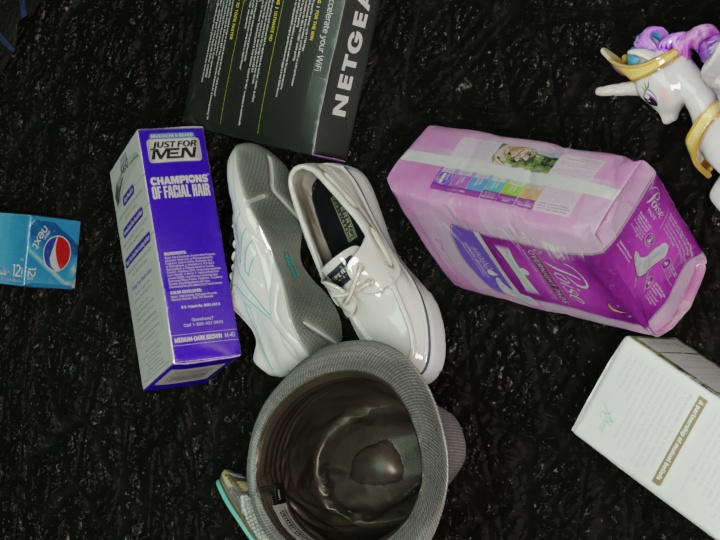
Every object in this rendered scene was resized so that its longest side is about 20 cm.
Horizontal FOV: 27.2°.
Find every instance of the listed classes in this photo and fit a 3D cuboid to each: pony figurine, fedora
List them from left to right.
[{"bbox_3d":[0.009,0.145,1.122,0.200,0.090,0.177,-32,68,32],"label":"fedora"},{"bbox_3d":[0.259,-0.102,0.922,0.193,0.166,0.200,-40,80,39],"label":"pony figurine"}]

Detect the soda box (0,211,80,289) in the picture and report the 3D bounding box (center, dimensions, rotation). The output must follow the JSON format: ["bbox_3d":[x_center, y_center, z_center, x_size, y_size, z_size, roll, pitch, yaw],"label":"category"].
[{"bbox_3d":[-0.361,-0.024,1.439,0.199,0.064,0.068,6,90,38],"label":"soda box"}]

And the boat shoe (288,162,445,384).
[{"bbox_3d":[0.000,0.000,1.154,0.072,0.066,0.201,-33,68,31],"label":"boat shoe"}]

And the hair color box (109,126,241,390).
[{"bbox_3d":[-0.158,-0.009,1.253,0.109,0.065,0.201,144,117,-63],"label":"hair color box"}]

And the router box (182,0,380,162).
[{"bbox_3d":[-0.061,-0.202,1.223,0.149,0.051,0.201,17,98,36],"label":"router box"}]

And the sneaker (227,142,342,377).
[{"bbox_3d":[-0.082,-0.008,1.217,0.080,0.070,0.201,-29,69,40],"label":"sneaker"}]

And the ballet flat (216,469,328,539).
[{"bbox_3d":[-0.042,0.230,1.182,0.072,0.072,0.201,-46,61,26],"label":"ballet flat"}]

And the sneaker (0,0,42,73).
[{"bbox_3d":[-0.357,-0.277,1.444,0.077,0.076,0.200,50,115,24],"label":"sneaker"}]

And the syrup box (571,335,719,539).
[{"bbox_3d":[0.244,0.126,0.948,0.200,0.079,0.082,38,109,33],"label":"syrup box"}]

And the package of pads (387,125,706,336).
[{"bbox_3d":[0.123,-0.028,1.009,0.200,0.121,0.076,15,64,46],"label":"package of pads"}]
